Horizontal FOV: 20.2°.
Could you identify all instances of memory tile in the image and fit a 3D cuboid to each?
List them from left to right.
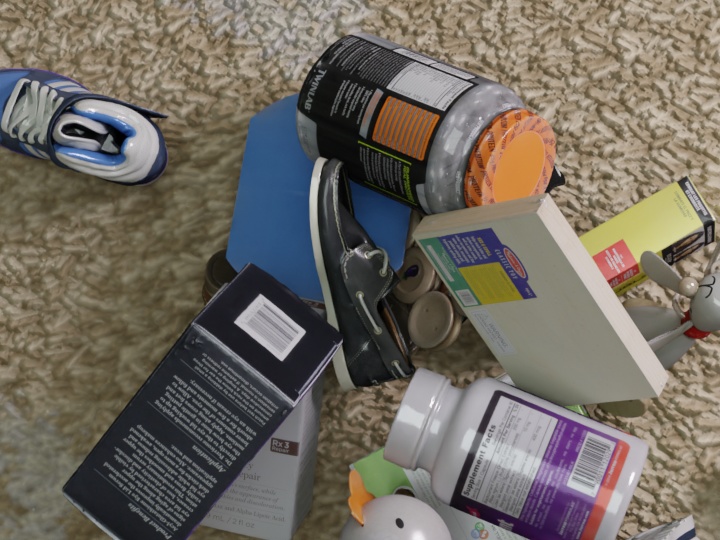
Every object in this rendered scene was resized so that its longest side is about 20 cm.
[{"bbox_3d":[0.075,-0.045,1.729,0.153,0.017,0.201,-38,54,28],"label":"memory tile"}]

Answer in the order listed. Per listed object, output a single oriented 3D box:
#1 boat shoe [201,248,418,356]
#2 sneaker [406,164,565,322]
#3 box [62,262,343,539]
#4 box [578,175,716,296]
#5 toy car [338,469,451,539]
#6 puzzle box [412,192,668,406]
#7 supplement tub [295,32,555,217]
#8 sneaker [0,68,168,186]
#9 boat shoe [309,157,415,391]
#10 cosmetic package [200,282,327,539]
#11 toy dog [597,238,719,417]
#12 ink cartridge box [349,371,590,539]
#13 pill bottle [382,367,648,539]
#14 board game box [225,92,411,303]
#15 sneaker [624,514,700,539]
[{"bbox_3d":[-0.042,0.040,1.775,0.199,0.068,0.072,21,53,9],"label":"boat shoe"},{"bbox_3d":[0.112,-0.014,1.762,0.080,0.071,0.201,20,106,-29],"label":"sneaker"},{"bbox_3d":[-0.125,0.115,1.618,0.104,0.148,0.200,39,115,0],"label":"box"},{"bbox_3d":[0.210,-0.005,1.751,0.199,0.075,0.050,-29,73,1],"label":"box"},{"bbox_3d":[0.037,0.248,1.605,0.184,0.177,0.200,-38,79,12],"label":"toy car"},{"bbox_3d":[0.144,0.028,1.614,0.200,0.133,0.025,55,50,-25],"label":"puzzle box"},{"bbox_3d":[0.054,-0.112,1.666,0.200,0.122,0.123,27,88,35],"label":"supplement tub"},{"bbox_3d":[-0.264,-0.133,1.762,0.199,0.146,0.081,22,88,5],"label":"sneaker"},{"bbox_3d":[0.000,0.000,1.676,0.067,0.072,0.201,-8,106,15],"label":"boat shoe"},{"bbox_3d":[-0.088,0.121,1.727,0.101,0.074,0.201,9,112,12],"label":"cosmetic package"},{"bbox_3d":[0.236,0.040,1.689,0.096,0.132,0.200,24,132,-10],"label":"toy dog"},{"bbox_3d":[0.113,0.179,1.749,0.199,0.076,0.148,-29,85,7],"label":"ink cartridge box"},{"bbox_3d":[0.124,0.154,1.653,0.199,0.111,0.112,22,88,8],"label":"pill bottle"},{"bbox_3d":[-0.028,-0.060,1.776,0.157,0.039,0.201,5,72,12],"label":"board game box"},{"bbox_3d":[0.242,0.262,1.676,0.076,0.200,0.081,-22,85,33],"label":"sneaker"}]
